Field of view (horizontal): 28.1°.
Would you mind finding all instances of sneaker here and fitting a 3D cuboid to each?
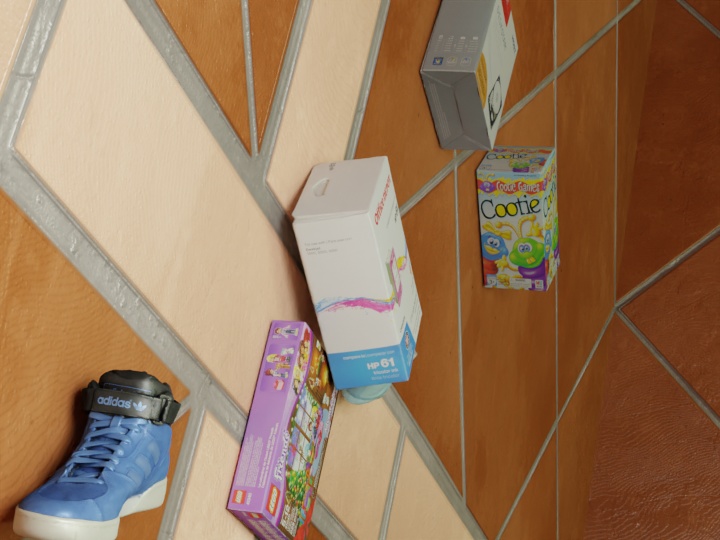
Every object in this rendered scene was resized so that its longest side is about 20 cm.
[{"bbox_3d":[0.009,0.110,1.660,0.082,0.074,0.200,-51,173,9],"label":"sneaker"},{"bbox_3d":[-0.186,0.127,1.037,0.200,0.077,0.112,-7,106,-75],"label":"sneaker"}]

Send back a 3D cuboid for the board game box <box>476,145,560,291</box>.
[{"bbox_3d":[0.246,-0.082,2.233,0.103,0.105,0.200,-54,143,-57],"label":"board game box"}]

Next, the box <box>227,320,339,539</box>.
[{"bbox_3d":[-0.072,0.168,1.442,0.137,0.039,0.200,59,38,-58],"label":"box"}]

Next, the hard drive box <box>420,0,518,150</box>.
[{"bbox_3d":[0.152,-0.289,1.962,0.156,0.077,0.200,70,30,-51],"label":"hard drive box"}]

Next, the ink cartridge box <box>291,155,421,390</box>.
[{"bbox_3d":[0.000,0.000,1.497,0.145,0.084,0.200,-74,153,-60],"label":"ink cartridge box"}]
